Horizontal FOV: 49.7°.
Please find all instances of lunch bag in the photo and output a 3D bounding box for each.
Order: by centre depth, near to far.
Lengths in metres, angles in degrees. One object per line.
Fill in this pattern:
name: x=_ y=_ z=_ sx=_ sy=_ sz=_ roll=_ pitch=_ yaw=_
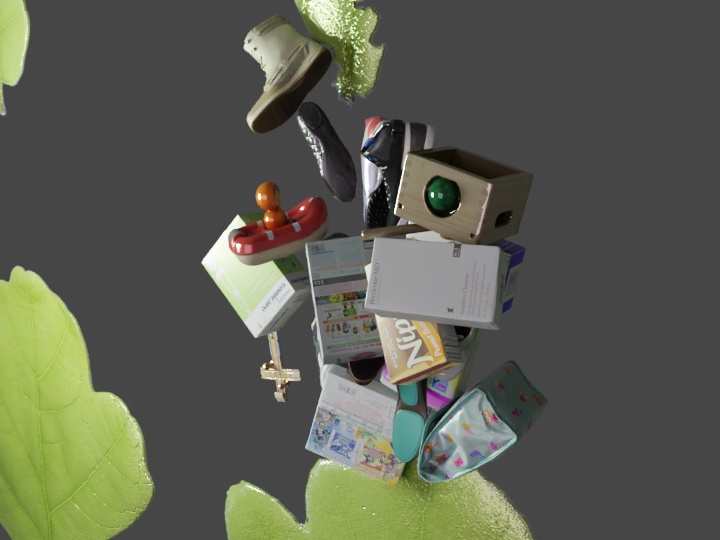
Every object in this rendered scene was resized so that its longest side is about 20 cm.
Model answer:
lunch bag: x=0.191 y=0.261 z=1.292 sx=0.123 sy=0.169 sz=0.200 roll=50 pitch=122 yaw=13

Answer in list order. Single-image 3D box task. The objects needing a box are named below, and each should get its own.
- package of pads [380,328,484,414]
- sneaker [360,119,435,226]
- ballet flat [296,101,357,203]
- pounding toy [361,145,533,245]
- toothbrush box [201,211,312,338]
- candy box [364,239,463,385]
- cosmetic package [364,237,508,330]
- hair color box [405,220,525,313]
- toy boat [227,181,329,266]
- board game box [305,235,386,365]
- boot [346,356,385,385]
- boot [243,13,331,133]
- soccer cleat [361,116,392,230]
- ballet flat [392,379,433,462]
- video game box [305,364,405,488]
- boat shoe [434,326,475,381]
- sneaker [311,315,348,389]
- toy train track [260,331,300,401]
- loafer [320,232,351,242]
package of pads: x=0.125 y=0.141 z=1.378 sx=0.153 sy=0.068 sz=0.204 roll=27 pitch=116 yaw=27
sneaker: x=0.046 y=-0.165 z=1.313 sx=0.109 sy=0.074 sz=0.203 roll=12 pitch=122 yaw=-8
ballet flat: x=-0.057 y=-0.220 z=1.442 sx=0.065 sy=0.057 sz=0.204 roll=-25 pitch=90 yaw=2
pounding toy: x=0.136 y=-0.102 z=1.219 sx=0.182 sy=0.198 sz=0.145 roll=24 pitch=114 yaw=29
toothbrush box: x=-0.206 y=0.007 z=1.570 sx=0.146 sy=0.085 sz=0.201 roll=-47 pitch=72 yaw=27
candy box: x=0.083 y=0.068 z=1.245 sx=0.114 sy=0.055 sz=0.205 roll=-27 pitch=67 yaw=35
cosmetic package: x=0.113 y=0.019 z=1.155 sx=0.195 sy=0.081 sz=0.116 roll=3 pitch=79 yaw=20
hair color box: x=0.168 y=-0.016 z=1.308 sx=0.197 sy=0.064 sz=0.112 roll=25 pitch=117 yaw=31
toy boat: x=-0.157 y=-0.100 z=1.447 sx=0.130 sy=0.196 sz=0.134 roll=-145 pitch=38 yaw=-66
board game box: x=-0.011 y=0.048 z=1.338 sx=0.064 sy=0.144 sz=0.205 roll=104 pitch=158 yaw=-69
boot: x=0.012 y=0.167 z=1.407 sx=0.073 sy=0.201 sz=0.099 roll=9 pitch=120 yaw=3
boot: x=-0.166 y=-0.362 z=1.423 sx=0.154 sy=0.072 sz=0.201 roll=41 pitch=87 yaw=22
soccer cleat: x=0.030 y=-0.170 z=1.380 sx=0.073 sy=0.067 sz=0.205 roll=36 pitch=129 yaw=52
ballet flat: x=0.095 y=0.229 z=1.337 sx=0.067 sy=0.068 sz=0.205 roll=13 pitch=111 yaw=31
video game box: x=0.009 y=0.296 z=1.480 sx=0.196 sy=0.047 sz=0.186 roll=21 pitch=113 yaw=9
boat shoe: x=0.155 y=0.098 z=1.260 sx=0.070 sy=0.069 sz=0.203 roll=31 pitch=116 yaw=20
sneaker: x=-0.051 y=0.146 z=1.506 sx=0.080 sy=0.077 sz=0.204 roll=47 pitch=141 yaw=50
toy train track: x=-0.185 y=0.181 z=1.642 sx=0.113 sy=0.032 sz=0.205 roll=-3 pitch=99 yaw=37
loafer: x=0.000 y=0.000 z=1.431 sx=0.197 sy=0.072 sz=0.074 roll=28 pitch=116 yaw=27
